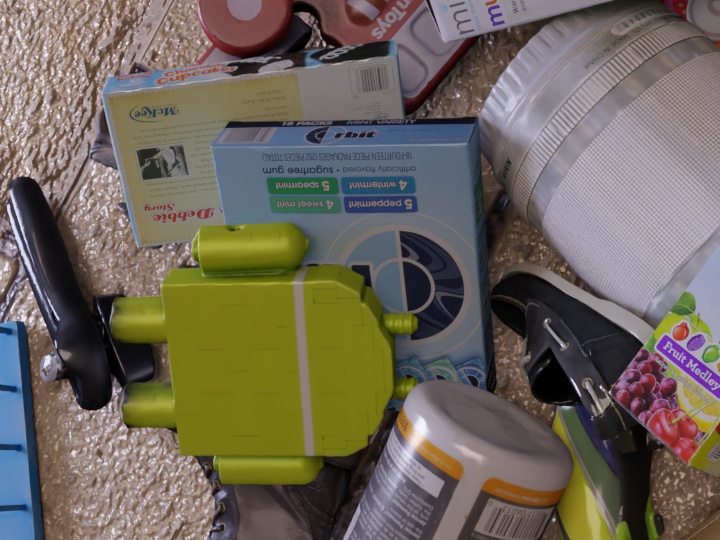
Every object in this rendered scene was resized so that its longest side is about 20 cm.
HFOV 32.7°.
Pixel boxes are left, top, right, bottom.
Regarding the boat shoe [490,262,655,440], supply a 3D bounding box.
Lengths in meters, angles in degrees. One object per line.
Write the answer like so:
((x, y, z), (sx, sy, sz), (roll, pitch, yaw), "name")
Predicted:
((0.123, 0.047, 0.766), (0.068, 0.200, 0.072), (-43, 113, -4), "boat shoe")

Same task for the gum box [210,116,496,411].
((0.000, 0.000, 0.819), (0.168, 0.045, 0.202), (1, 120, 15), "gum box")

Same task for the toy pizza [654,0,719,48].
((0.281, -0.205, 0.828), (0.198, 0.032, 0.202), (-3, 80, 18), "toy pizza")

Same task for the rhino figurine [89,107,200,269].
((-0.136, -0.058, 0.929), (0.087, 0.060, 0.200), (-41, 69, -9), "rhino figurine")

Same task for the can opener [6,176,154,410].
((-0.233, 0.018, 0.959), (0.201, 0.078, 0.064), (58, 139, 21), "can opener")

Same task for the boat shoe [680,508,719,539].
((0.278, 0.119, 0.762), (0.199, 0.074, 0.067), (-36, 59, 9), "boat shoe")

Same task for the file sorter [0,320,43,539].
((-0.339, 0.144, 0.932), (0.137, 0.123, 0.202), (-12, 78, 17), "file sorter")

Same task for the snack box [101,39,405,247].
((-0.067, -0.085, 0.841), (0.198, 0.037, 0.117), (-7, 118, 2), "snack box")

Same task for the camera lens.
((0.188, -0.057, 0.764), (0.160, 0.160, 0.200), (-43, 68, 8), "camera lens")

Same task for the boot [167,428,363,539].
((-0.097, 0.181, 0.873), (0.198, 0.069, 0.176), (15, 86, 18), "boot")

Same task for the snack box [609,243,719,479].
((0.249, 0.024, 0.659), (0.201, 0.168, 0.068), (-54, 48, 9), "snack box")

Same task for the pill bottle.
((0.047, 0.182, 0.787), (0.116, 0.116, 0.201), (29, 105, 20), "pill bottle")

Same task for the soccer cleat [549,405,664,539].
((0.153, 0.158, 0.807), (0.083, 0.064, 0.202), (0, 85, 48), "soccer cleat")

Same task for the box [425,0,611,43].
((0.137, -0.243, 0.775), (0.175, 0.200, 0.097), (-11, 119, 26), "box")

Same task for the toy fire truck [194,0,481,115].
((-0.015, -0.172, 0.882), (0.168, 0.112, 0.200), (40, 86, 3), "toy fire truck")

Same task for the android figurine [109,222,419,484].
((-0.060, 0.058, 0.800), (0.198, 0.041, 0.184), (-3, 109, 6), "android figurine")
